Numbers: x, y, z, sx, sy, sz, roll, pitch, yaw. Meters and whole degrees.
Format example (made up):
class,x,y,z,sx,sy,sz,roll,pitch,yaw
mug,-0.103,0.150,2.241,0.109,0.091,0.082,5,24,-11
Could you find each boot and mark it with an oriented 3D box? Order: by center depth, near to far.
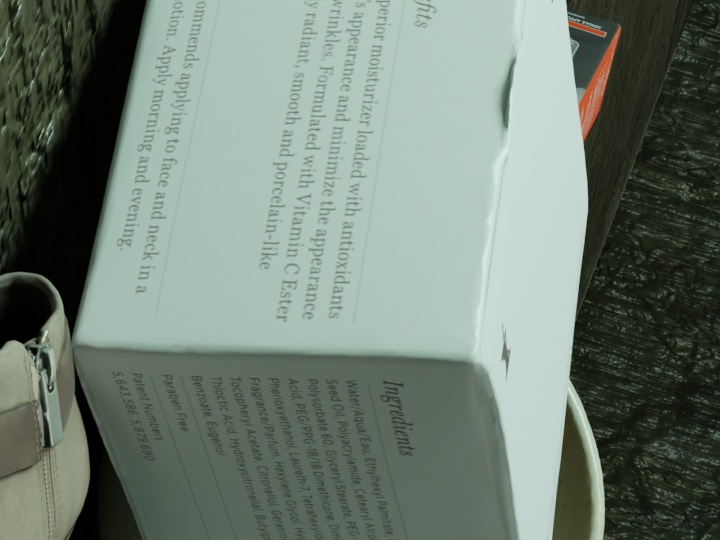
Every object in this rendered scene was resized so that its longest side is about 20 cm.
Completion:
class,x,y,z,sx,sy,sz,roll,pitch,yaw
boot,-0.131,0.091,0.790,0.200,0.070,0.147,-57,157,-63

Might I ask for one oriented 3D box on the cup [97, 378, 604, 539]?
class,x,y,z,sx,sy,sz,roll,pitch,yaw
cup,-0.025,0.099,1.131,0.143,0.200,0.201,-45,-165,49

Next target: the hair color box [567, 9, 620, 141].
class,x,y,z,sx,sy,sz,roll,pitch,yaw
hair color box,0.067,-0.082,1.541,0.200,0.101,0.061,-60,166,-55

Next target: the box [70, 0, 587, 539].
class,x,y,z,sx,sy,sz,roll,pitch,yaw
box,0.000,0.000,0.963,0.200,0.130,0.199,77,18,-54
